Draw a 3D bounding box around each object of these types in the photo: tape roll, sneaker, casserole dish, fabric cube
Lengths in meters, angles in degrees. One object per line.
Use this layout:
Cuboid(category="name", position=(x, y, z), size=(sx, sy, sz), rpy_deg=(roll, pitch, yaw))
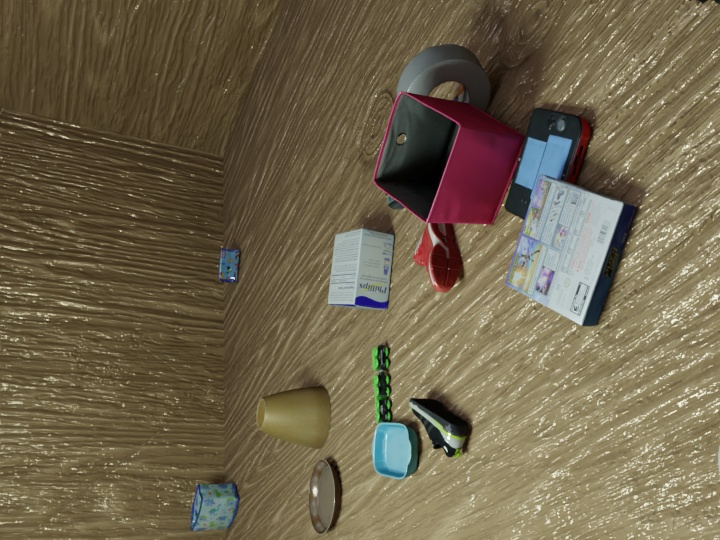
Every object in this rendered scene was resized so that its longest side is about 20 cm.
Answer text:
Cuboid(category="tape roll", position=(0.178, -0.379, 1.471), size=(0.203, 0.195, 0.067), rpy_deg=(-61, 32, 37))
Cuboid(category="sneaker", position=(0.171, -0.016, 1.548), size=(0.116, 0.076, 0.204), rpy_deg=(117, 163, -52))
Cuboid(category="casserole dish", position=(0.085, 0.426, 1.619), size=(0.199, 0.038, 0.125), rpy_deg=(158, 117, -64))
Cuboid(category="fabric cube", position=(0.175, -0.225, 1.374), size=(0.200, 0.195, 0.201), rpy_deg=(42, 124, 42))
Cuboid(category="sneaker", position=(0.155, 0.335, 1.450), size=(0.199, 0.070, 0.085), rpy_deg=(-153, 72, -65))

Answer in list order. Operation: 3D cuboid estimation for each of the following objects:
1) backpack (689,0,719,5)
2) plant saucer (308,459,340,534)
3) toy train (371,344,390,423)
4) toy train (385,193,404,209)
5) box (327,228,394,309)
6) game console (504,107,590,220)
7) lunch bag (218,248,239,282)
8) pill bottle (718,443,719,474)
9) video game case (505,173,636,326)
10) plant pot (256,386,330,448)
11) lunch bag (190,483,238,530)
Cuboid(category="backpack", position=(0.474, -0.415, 0.865), size=(0.154, 0.196, 0.194), rpy_deg=(-47, 42, 30))
Cuboid(category="plant saucer", position=(-0.101, 0.651, 1.969), size=(0.199, 0.034, 0.207), rpy_deg=(-172, 90, -67))
Cuboid(category="toy train", position=(0.050, 0.292, 1.740), size=(0.056, 0.040, 0.206), rpy_deg=(130, 142, -65))
Cuboid(category="toy train", position=(0.124, -0.231, 1.700), size=(0.199, 0.083, 0.118), rpy_deg=(-27, 70, 59))
Cuboid(category="box", position=(0.000, 0.000, 1.864), size=(0.183, 0.102, 0.207), rpy_deg=(-5, 78, 65))
Cuboid(category="game console", position=(0.338, -0.189, 1.258), size=(0.177, 0.030, 0.206), rpy_deg=(-138, 60, -62))
Cuboid(category="lunch bag", position=(-0.658, -0.021, 3.382), size=(0.200, 0.091, 0.156), rpy_deg=(172, 102, -74))
Cuboid(category="pill bottle", position=(0.485, 0.219, 0.702), size=(0.199, 0.108, 0.114), rpy_deg=(-161, 81, -65))
Cuboid(category="video game case", position=(0.344, -0.038, 1.140), size=(0.180, 0.044, 0.206), rpy_deg=(33, 112, 50))
Cuboid(category="plant pot", position=(-0.215, 0.446, 2.092), size=(0.185, 0.195, 0.193), rpy_deg=(-172, 90, -66))
Cuboid(category="lunch bag", position=(-0.609, 0.992, 2.835), size=(0.128, 0.165, 0.205), rpy_deg=(-130, 51, -58))
